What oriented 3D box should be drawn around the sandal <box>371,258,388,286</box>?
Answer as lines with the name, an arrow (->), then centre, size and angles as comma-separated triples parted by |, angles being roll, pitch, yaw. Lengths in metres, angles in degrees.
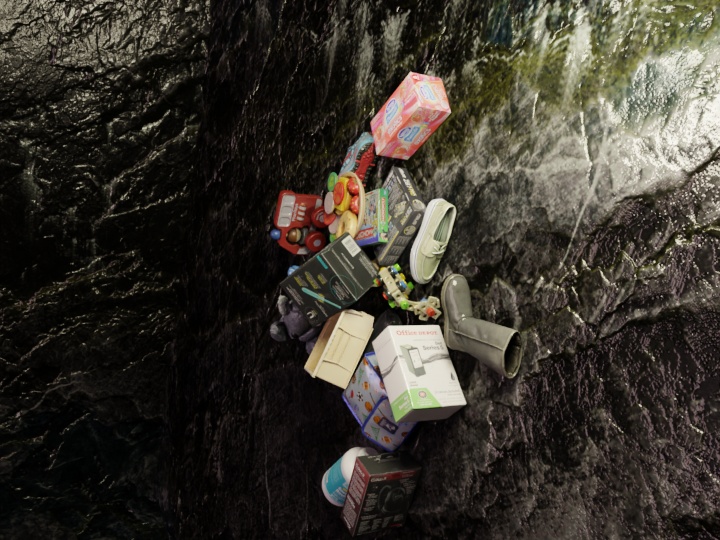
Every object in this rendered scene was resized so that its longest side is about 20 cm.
sandal -> 0.000, 0.006, 1.799 | 0.211, 0.069, 0.078 | -6, 83, 60

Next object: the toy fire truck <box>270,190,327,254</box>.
toy fire truck -> -0.191, -0.145, 2.045 | 0.112, 0.167, 0.201 | 48, 129, 51

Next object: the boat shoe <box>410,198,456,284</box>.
boat shoe -> 0.165, -0.063, 1.517 | 0.062, 0.072, 0.201 | 30, 111, 60

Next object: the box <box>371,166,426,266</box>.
box -> 0.082, -0.136, 1.688 | 0.200, 0.049, 0.162 | -60, 38, 39

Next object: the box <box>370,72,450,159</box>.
box -> 0.116, -0.367, 1.599 | 0.200, 0.094, 0.103 | -42, 52, 51

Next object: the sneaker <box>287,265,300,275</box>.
sneaker -> -0.162, 0.027, 2.045 | 0.200, 0.105, 0.076 | 14, 100, 60

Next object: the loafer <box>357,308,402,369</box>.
loafer -> 0.046, 0.186, 1.715 | 0.201, 0.068, 0.071 | -62, 31, 29

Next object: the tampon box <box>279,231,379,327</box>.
tampon box -> -0.078, 0.025, 1.711 | 0.150, 0.126, 0.200 | 53, 135, -5

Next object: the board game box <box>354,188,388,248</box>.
board game box -> 0.013, -0.129, 1.738 | 0.200, 0.029, 0.135 | -11, 77, 63

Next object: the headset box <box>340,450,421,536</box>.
headset box -> 0.050, 0.524, 1.597 | 0.077, 0.148, 0.201 | 40, 122, 53

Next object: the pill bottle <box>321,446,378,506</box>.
pill bottle -> -0.017, 0.536, 1.751 | 0.200, 0.110, 0.111 | -55, 43, 45

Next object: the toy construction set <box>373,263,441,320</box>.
toy construction set -> 0.100, 0.056, 1.577 | 0.092, 0.131, 0.200 | -43, 35, -7

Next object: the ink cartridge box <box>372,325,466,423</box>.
ink cartridge box -> 0.128, 0.227, 1.485 | 0.084, 0.145, 0.201 | -51, 46, 45

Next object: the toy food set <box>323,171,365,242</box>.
toy food set -> -0.047, -0.164, 1.774 | 0.198, 0.048, 0.201 | 32, 116, 60

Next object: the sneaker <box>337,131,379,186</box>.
sneaker -> -0.007, -0.299, 1.850 | 0.200, 0.079, 0.096 | -50, 33, 37

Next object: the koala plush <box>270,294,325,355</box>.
koala plush -> -0.168, 0.132, 1.934 | 0.200, 0.177, 0.184 | 78, -146, -77

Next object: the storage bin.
storage bin -> -0.055, 0.195, 1.749 | 0.199, 0.093, 0.200 | -65, 8, -7

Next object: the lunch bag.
lunch bag -> 0.062, 0.320, 1.626 | 0.200, 0.123, 0.170 | 54, 134, 29

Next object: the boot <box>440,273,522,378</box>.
boot -> 0.246, 0.109, 1.363 | 0.200, 0.072, 0.183 | -159, 60, -66
